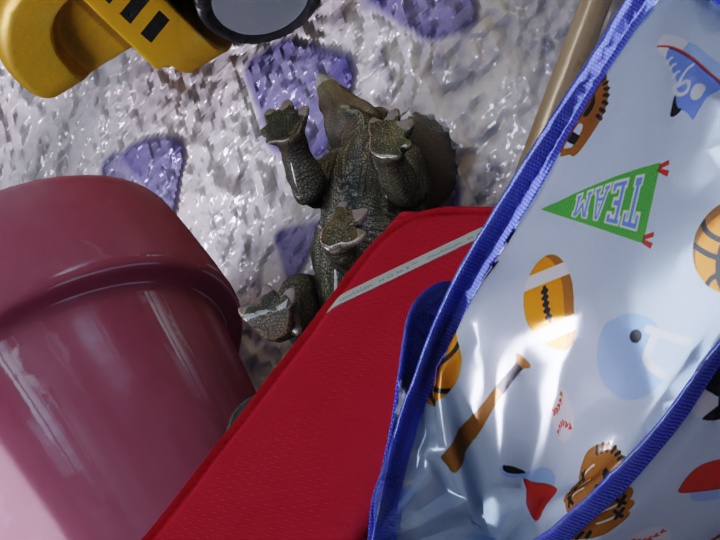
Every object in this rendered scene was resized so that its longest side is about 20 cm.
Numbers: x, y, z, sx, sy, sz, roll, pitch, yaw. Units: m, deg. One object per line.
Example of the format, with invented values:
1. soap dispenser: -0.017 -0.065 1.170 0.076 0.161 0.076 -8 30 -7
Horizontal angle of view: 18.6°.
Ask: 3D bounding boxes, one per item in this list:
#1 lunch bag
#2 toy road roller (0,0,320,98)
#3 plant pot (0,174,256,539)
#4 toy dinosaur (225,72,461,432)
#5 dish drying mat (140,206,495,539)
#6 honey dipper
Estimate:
1. lunch bag: 0.110 0.033 0.656 0.124 0.170 0.200 41 105 48
2. toy road roller: -0.119 -0.162 0.938 0.146 0.200 0.123 -31 47 16
3. plant pot: -0.107 0.094 0.848 0.200 0.200 0.179 -50 61 19
4. toy dinosaur: 0.000 0.000 0.825 0.077 0.102 0.200 -6 62 22
5. dish drying mat: -0.009 0.049 0.681 0.077 0.018 0.200 4 44 39
6. honey dipper: 0.066 -0.046 0.829 0.038 0.038 0.200 15 84 47
